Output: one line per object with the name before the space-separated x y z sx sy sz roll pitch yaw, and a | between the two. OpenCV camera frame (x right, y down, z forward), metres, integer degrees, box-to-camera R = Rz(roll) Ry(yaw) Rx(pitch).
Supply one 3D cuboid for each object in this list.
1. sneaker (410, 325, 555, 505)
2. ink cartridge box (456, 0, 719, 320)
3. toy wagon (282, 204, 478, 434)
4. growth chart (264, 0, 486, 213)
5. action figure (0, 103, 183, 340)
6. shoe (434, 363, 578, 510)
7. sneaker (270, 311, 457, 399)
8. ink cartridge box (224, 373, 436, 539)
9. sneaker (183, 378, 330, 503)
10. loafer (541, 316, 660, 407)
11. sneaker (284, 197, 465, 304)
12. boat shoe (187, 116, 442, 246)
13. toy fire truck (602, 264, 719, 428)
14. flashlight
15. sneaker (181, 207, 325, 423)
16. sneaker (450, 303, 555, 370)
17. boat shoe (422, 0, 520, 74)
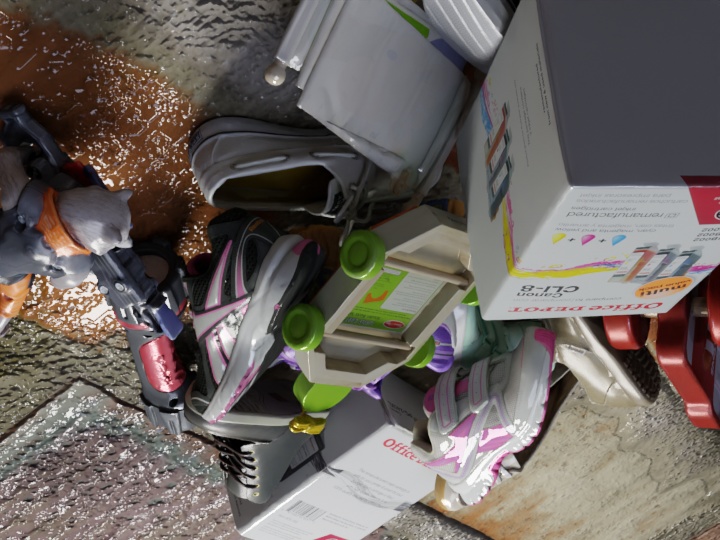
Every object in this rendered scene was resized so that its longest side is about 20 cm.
sneaker | 0.102 0.120 0.975 0.087 0.082 0.201 25 126 -4
ink cartridge box | 0.157 -0.070 0.718 0.143 0.146 0.200 -1 158 -10
toy wagon | 0.007 0.039 0.824 0.200 0.040 0.154 -50 147 19
growth chart | 0.021 -0.140 0.766 0.200 0.018 0.146 38 82 -45
action figure | -0.218 0.003 0.768 0.192 0.105 0.201 -25 115 32
shoe | 0.145 0.154 1.092 0.200 0.053 0.070 -48 129 -21
sneaker | -0.017 0.069 0.937 0.197 0.085 0.081 -8 -172 18
ink cartridge box | -0.014 0.193 1.119 0.199 0.084 0.145 -38 138 18
sneaker | -0.101 0.154 0.982 0.107 0.074 0.199 -61 153 6
loafer | 0.183 0.044 0.984 0.067 0.201 0.076 -32 -175 35
sneaker | 0.000 0.000 0.910 0.197 0.076 0.088 -11 170 -3
boat shoe | -0.022 -0.062 0.825 0.200 0.087 0.075 3 135 -26
toy fire truck | 0.291 0.017 0.979 0.111 0.202 0.168 -4 149 29
flashlight | -0.160 0.062 0.921 0.067 0.068 0.201 -10 138 -5
sneaker | -0.094 0.026 0.832 0.080 0.086 0.201 -44 167 -49
sneaker | 0.127 0.049 1.023 0.117 0.074 0.201 -14 150 2
boat shoe | 0.074 -0.201 0.719 0.071 0.072 0.200 -55 141 -12
